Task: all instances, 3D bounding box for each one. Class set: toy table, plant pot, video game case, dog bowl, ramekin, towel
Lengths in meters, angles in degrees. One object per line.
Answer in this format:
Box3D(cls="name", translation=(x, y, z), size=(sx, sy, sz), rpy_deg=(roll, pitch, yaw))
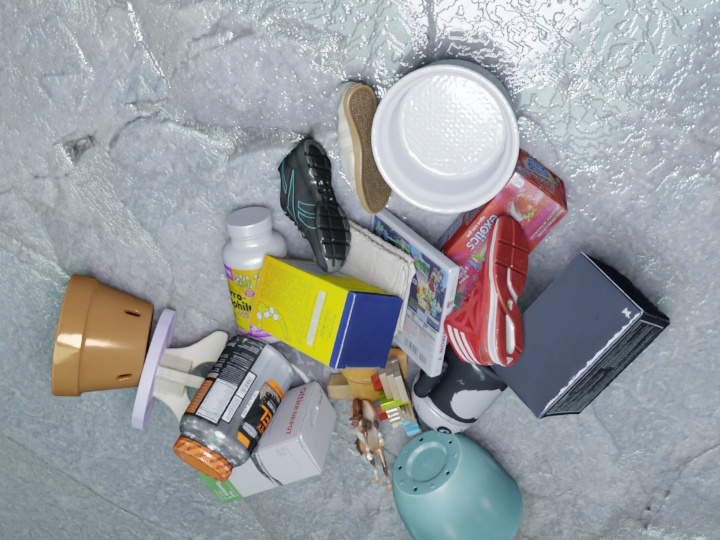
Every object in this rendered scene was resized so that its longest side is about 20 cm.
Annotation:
Box3D(cls="toy table", translation=(-0.302, 0.178, 1.396), size=(0.115, 0.184, 0.203), rpy_deg=(16, 91, -5))
Box3D(cls="plant pot", translation=(-0.424, 0.117, 1.382), size=(0.138, 0.201, 0.202), rpy_deg=(9, 121, -12))
Box3D(cls="video game case", translation=(0.069, 0.029, 1.235), size=(0.023, 0.200, 0.184), rpy_deg=(-12, 125, -29))
Box3D(cls="dog bowl", translation=(-0.153, 0.204, 1.436), size=(0.197, 0.059, 0.203), rpy_deg=(5, 119, 9))
Box3D(cls="ramekin", translation=(0.122, -0.189, 1.133), size=(0.197, 0.098, 0.203), rpy_deg=(7, 117, 14))
Box3D(cls="plant pot", translation=(0.144, 0.358, 1.356), size=(0.198, 0.202, 0.162), rpy_deg=(-21, 124, 22))
Box3D(cls="towel", translation=(0.000, 0.000, 1.254), size=(0.199, 0.034, 0.134), rpy_deg=(34, 126, 35))

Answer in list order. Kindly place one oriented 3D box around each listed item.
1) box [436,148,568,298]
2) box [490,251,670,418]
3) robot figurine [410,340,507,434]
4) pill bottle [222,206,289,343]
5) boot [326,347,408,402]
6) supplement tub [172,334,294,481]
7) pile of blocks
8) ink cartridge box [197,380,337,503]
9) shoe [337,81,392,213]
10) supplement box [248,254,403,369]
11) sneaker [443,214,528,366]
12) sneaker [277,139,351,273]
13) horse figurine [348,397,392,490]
Box3D(cls="box", translation=(0.198, -0.062, 1.191), size=(0.095, 0.100, 0.201), rpy_deg=(34, 119, -8))
Box3D(cls="box", translation=(0.307, 0.094, 1.161), size=(0.200, 0.198, 0.123), rpy_deg=(-49, 64, 15))
Box3D(cls="robot figurine", translation=(0.165, 0.168, 1.305), size=(0.149, 0.125, 0.201), rpy_deg=(33, 117, -9))
Box3D(cls="pill bottle", translation=(-0.160, 0.007, 1.303), size=(0.103, 0.105, 0.203), rpy_deg=(-1, 117, 13))
Box3D(cls="boot", translation=(0.005, 0.132, 1.363), size=(0.142, 0.071, 0.203), rpy_deg=(-6, 122, 9))
Box3D(cls="supplement tub", translation=(-0.196, 0.211, 1.274), size=(0.121, 0.201, 0.123), rpy_deg=(24, 154, 13))
Box3D(cls="pile of blocks", translation=(0.054, 0.223, 1.330), size=(0.061, 0.083, 0.201), rpy_deg=(-16, 137, 4))
Box3D(cls="ink cartridge box", translation=(-0.148, 0.281, 1.357), size=(0.198, 0.147, 0.085), rpy_deg=(-21, 116, 22))
Box3D(cls="shoe", translation=(0.004, -0.178, 1.202), size=(0.053, 0.069, 0.202), rpy_deg=(29, 138, 47))
Box3D(cls="supplement box", translation=(-0.054, 0.060, 1.207), size=(0.199, 0.108, 0.111), rpy_deg=(22, 100, 42))
Box3D(cls="sneaker", translation=(0.159, 0.028, 1.120), size=(0.078, 0.203, 0.115), rpy_deg=(21, 159, -40))
Box3D(cls="sneaker", translation=(-0.070, -0.088, 1.223), size=(0.079, 0.075, 0.203), rpy_deg=(-22, 74, 34))
Box3D(cls="horse figurine", translation=(0.012, 0.276, 1.381), size=(0.049, 0.133, 0.202), rpy_deg=(-18, 133, -5))
